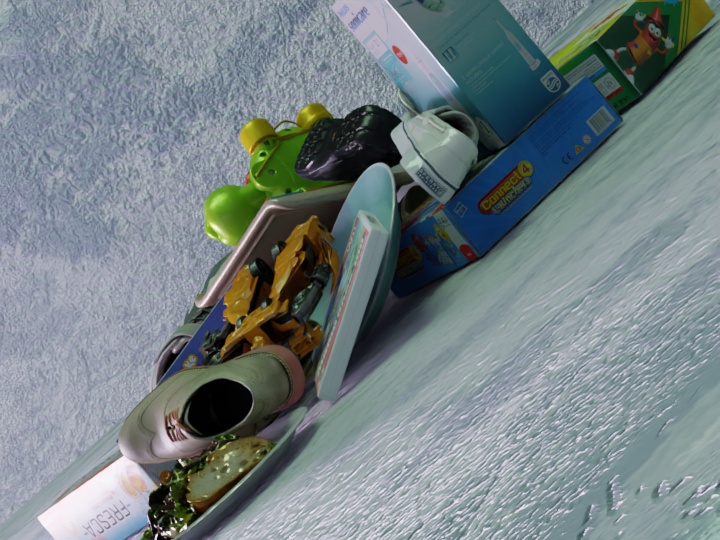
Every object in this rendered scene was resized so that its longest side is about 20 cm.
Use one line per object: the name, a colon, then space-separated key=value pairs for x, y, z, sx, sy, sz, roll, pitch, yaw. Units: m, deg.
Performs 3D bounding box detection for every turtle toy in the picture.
turtle toy: x=-0.077 y=-0.086 z=1.883 sx=0.199 sy=0.146 sz=0.101 roll=-18 pitch=-30 yaw=-31

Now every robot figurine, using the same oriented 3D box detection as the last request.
robot figurine: x=-0.072 y=0.031 z=1.557 sx=0.145 sy=0.058 sz=0.200 roll=-36 pitch=20 yaw=20

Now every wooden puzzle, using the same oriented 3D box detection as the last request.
wooden puzzle: x=-0.060 y=-0.037 z=1.780 sx=0.184 sy=0.037 sz=0.200 roll=-14 pitch=-23 yaw=-40

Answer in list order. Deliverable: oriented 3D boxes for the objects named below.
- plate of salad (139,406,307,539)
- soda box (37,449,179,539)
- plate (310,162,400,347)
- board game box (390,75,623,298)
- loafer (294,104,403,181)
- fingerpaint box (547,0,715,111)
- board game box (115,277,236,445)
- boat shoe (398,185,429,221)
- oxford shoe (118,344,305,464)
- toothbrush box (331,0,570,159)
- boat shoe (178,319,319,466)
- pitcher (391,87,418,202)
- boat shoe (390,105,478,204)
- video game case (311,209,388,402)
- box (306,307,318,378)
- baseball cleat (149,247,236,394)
plate of salad: x=-0.123 y=0.165 z=1.368 sx=0.200 sy=0.048 sz=0.200 roll=-41 pitch=4 yaw=4
soda box: x=-0.225 y=0.211 z=1.667 sx=0.200 sy=0.069 sz=0.064 roll=-35 pitch=6 yaw=47
plate: x=0.000 y=0.000 z=1.627 sx=0.200 sy=0.025 sz=0.202 roll=-163 pitch=90 yaw=-73
board game box: x=0.120 y=-0.074 z=1.624 sx=0.200 sy=0.056 sz=0.196 roll=-43 pitch=5 yaw=-24
loafer: x=-0.007 y=-0.116 z=1.744 sx=0.200 sy=0.070 sz=0.069 roll=-11 pitch=55 yaw=65
fingerpaint box: x=0.234 y=-0.195 z=1.752 sx=0.167 sy=0.073 sz=0.200 roll=-45 pitch=6 yaw=-40
board game box: x=-0.148 y=0.104 z=1.746 sx=0.201 sy=0.045 sz=0.134 roll=-53 pitch=-12 yaw=2
boat shoe: x=0.068 y=-0.050 z=1.810 sx=0.066 sy=0.072 sz=0.201 roll=-50 pitch=1 yaw=20
oxford shoe: x=-0.141 y=0.116 z=1.461 sx=0.199 sy=0.071 sz=0.075 roll=-30 pitch=-3 yaw=33
toothbrush box: x=0.078 y=-0.204 z=1.594 sx=0.085 sy=0.200 sz=0.146 roll=-40 pitch=5 yaw=-12
boat shoe: x=-0.098 y=0.108 z=1.582 sx=0.065 sy=0.072 sz=0.200 roll=-29 pitch=12 yaw=42
pitcher: x=0.087 y=-0.110 z=1.953 sx=0.201 sy=0.170 sz=0.122 roll=118 pitch=164 yaw=-44
boat shoe: x=0.071 y=-0.112 z=1.541 sx=0.066 sy=0.072 sz=0.200 roll=-46 pitch=5 yaw=9
video game case: x=-0.011 y=0.025 z=1.494 sx=0.200 sy=0.017 sz=0.144 roll=-114 pitch=42 yaw=-84
box: x=-0.067 y=0.083 z=1.720 sx=0.200 sy=0.050 sz=0.075 roll=-45 pitch=5 yaw=-40
baseball cleat: x=-0.153 y=0.056 z=1.839 sx=0.201 sy=0.069 sz=0.106 roll=-61 pitch=-1 yaw=-12
